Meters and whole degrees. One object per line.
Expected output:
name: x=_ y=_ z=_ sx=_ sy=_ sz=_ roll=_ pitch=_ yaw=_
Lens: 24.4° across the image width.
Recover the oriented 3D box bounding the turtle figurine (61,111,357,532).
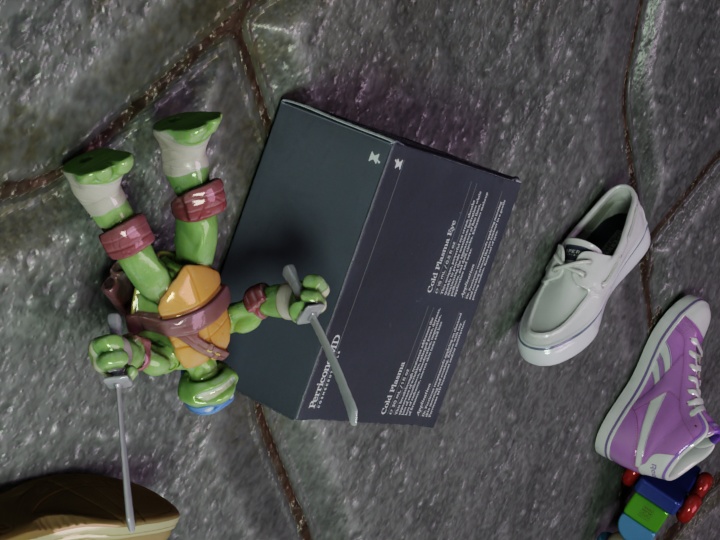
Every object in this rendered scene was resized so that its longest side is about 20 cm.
turtle figurine: x=-0.093 y=0.014 z=1.003 sx=0.200 sy=0.144 sz=0.194 roll=-95 pitch=169 yaw=-68

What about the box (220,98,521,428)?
box: x=0.000 y=0.000 z=1.184 sx=0.182 sy=0.104 sz=0.201 roll=12 pitch=99 yaw=-57

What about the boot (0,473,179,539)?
boot: x=-0.208 y=0.217 z=1.052 sx=0.200 sy=0.073 sz=0.156 roll=-7 pitch=115 yaw=-51

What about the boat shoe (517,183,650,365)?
boat shoe: x=0.195 y=-0.001 z=1.500 sx=0.200 sy=0.073 sz=0.065 roll=-54 pitch=141 yaw=-35

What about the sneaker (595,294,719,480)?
sneaker: x=0.340 y=0.127 z=1.732 sx=0.201 sy=0.114 sz=0.073 roll=-61 pitch=145 yaw=-11

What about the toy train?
toy train: x=0.322 y=0.247 z=1.824 sx=0.116 sy=0.085 sz=0.200 roll=-61 pitch=168 yaw=21
